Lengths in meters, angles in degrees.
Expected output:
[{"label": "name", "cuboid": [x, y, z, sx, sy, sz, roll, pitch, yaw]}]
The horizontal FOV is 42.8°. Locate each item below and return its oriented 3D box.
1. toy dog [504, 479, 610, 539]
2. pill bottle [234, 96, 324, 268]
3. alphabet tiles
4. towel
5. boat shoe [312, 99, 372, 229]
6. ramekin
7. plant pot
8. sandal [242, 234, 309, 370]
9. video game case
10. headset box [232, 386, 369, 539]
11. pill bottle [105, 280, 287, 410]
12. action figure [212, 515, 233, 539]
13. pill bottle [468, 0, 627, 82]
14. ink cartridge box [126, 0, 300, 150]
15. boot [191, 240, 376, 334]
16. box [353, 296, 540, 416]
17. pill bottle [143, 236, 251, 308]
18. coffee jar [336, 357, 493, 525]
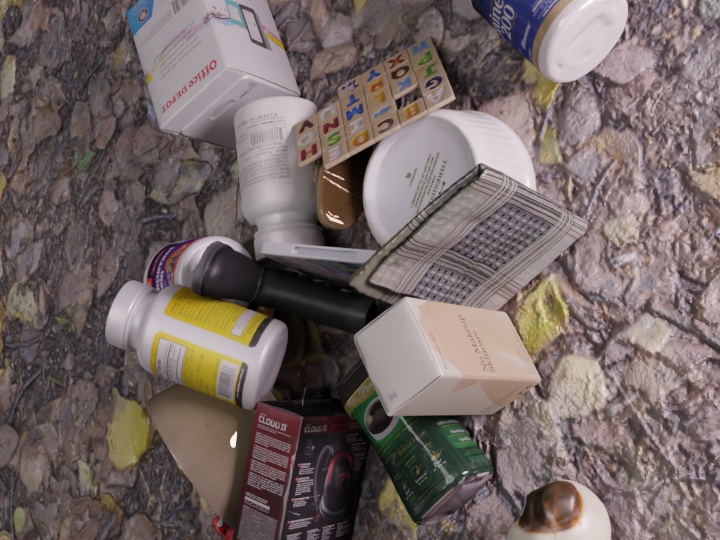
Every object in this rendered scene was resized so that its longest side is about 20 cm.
[{"label": "toy dog", "cuboid": [0.220, 0.296, 0.872, 0.194, 0.139, 0.201, -41, 61, 13]}, {"label": "pill bottle", "cuboid": [-0.099, -0.111, 1.183, 0.114, 0.114, 0.202, -15, 75, 36]}, {"label": "alphabet tiles", "cuboid": [0.009, -0.194, 1.083, 0.199, 0.008, 0.168, -27, 35, 13]}, {"label": "towel", "cuboid": [0.115, -0.013, 0.956, 0.200, 0.192, 0.035, -41, 50, 27]}, {"label": "boat shoe", "cuboid": [-0.023, -0.124, 1.129, 0.064, 0.071, 0.202, -41, 30, 48]}, {"label": "ramekin", "cuboid": [0.090, -0.090, 1.043, 0.201, 0.094, 0.205, -6, 81, 38]}, {"label": "plant pot", "cuboid": [-0.157, 0.205, 1.166, 0.134, 0.201, 0.201, -37, 59, -7]}, {"label": "sandal", "cuboid": [-0.129, 0.041, 1.227, 0.080, 0.054, 0.202, -32, 66, 31]}, {"label": "video game case", "cuboid": [0.000, 0.000, 1.074, 0.198, 0.143, 0.018, 6, 77, 39]}, {"label": "headset box", "cuboid": [-0.064, 0.238, 1.093, 0.074, 0.148, 0.202, 12, 93, 35]}, {"label": "pill bottle", "cuboid": [-0.195, 0.082, 1.090, 0.198, 0.111, 0.112, 20, 98, 8]}, {"label": "action figure", "cuboid": [-0.150, 0.412, 1.208, 0.065, 0.051, 0.201, -47, 57, 29]}, {"label": "pill bottle", "cuboid": [0.181, -0.303, 0.985, 0.111, 0.110, 0.201, -51, 58, 22]}, {"label": "ink cartridge box", "cuboid": [-0.204, -0.299, 1.268, 0.146, 0.145, 0.202, -33, 66, 30]}, {"label": "boot", "cuboid": [-0.082, 0.031, 1.076, 0.198, 0.165, 0.066, 22, 95, 8]}, {"label": "box", "cuboid": [0.094, 0.093, 0.951, 0.078, 0.199, 0.096, -39, 63, 28]}, {"label": "pill bottle", "cuboid": [-0.227, 0.014, 1.248, 0.199, 0.110, 0.113, -3, 82, 60]}, {"label": "coffee jar", "cuboid": [0.056, 0.178, 1.045, 0.104, 0.085, 0.201, -49, 59, 26]}]
